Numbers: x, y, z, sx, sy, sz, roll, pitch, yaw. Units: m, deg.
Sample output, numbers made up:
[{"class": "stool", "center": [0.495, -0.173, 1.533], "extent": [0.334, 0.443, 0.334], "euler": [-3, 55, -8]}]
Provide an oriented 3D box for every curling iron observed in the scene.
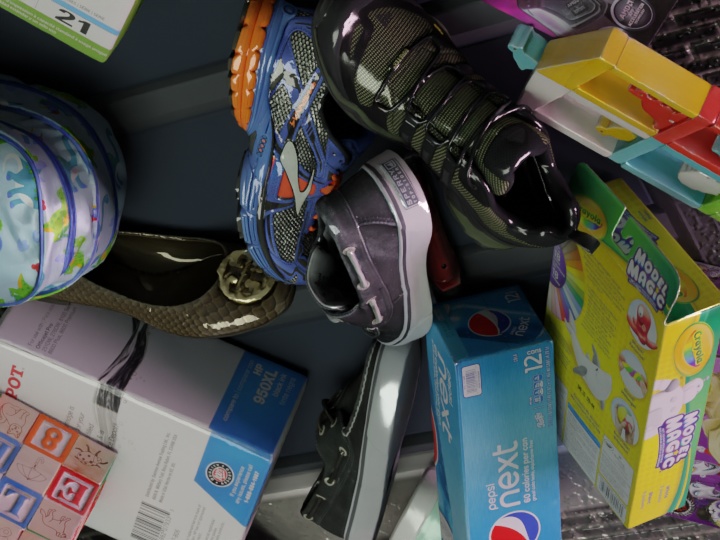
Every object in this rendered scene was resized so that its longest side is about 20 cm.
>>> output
[{"class": "curling iron", "center": [0.058, -0.003, 1.432], "extent": [0.049, 0.026, 0.201], "euler": [4, 132, 15]}]

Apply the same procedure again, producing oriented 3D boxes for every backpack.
[{"class": "backpack", "center": [-0.242, -0.046, 1.436], "extent": [0.198, 0.154, 0.164], "euler": [5, 101, -1]}]

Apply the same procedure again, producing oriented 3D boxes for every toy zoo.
[{"class": "toy zoo", "center": [0.166, -0.076, 1.272], "extent": [0.199, 0.021, 0.131], "euler": [29, 166, -11]}]

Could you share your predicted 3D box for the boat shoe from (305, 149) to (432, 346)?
[{"class": "boat shoe", "center": [0.000, 0.000, 1.371], "extent": [0.072, 0.067, 0.200], "euler": [59, 168, 17]}]

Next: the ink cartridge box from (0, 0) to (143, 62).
[{"class": "ink cartridge box", "center": [-0.157, -0.232, 1.269], "extent": [0.147, 0.076, 0.200], "euler": [28, 136, -6]}]

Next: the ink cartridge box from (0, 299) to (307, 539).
[{"class": "ink cartridge box", "center": [-0.153, 0.102, 1.570], "extent": [0.199, 0.084, 0.145], "euler": [23, 135, 1]}]

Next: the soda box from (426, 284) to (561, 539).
[{"class": "soda box", "center": [0.083, 0.115, 1.461], "extent": [0.064, 0.068, 0.201], "euler": [-12, 123, -11]}]

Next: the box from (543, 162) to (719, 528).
[{"class": "box", "center": [0.154, 0.039, 1.375], "extent": [0.048, 0.118, 0.201], "euler": [-19, 139, -20]}]

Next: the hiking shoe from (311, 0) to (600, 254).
[{"class": "hiking shoe", "center": [0.058, -0.086, 1.297], "extent": [0.200, 0.076, 0.100], "euler": [44, 163, -28]}]

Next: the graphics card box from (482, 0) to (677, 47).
[{"class": "graphics card box", "center": [0.083, -0.197, 1.224], "extent": [0.199, 0.051, 0.126], "euler": [26, 137, -5]}]

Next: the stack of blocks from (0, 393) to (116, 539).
[{"class": "stack of blocks", "center": [-0.270, 0.127, 1.503], "extent": [0.199, 0.115, 0.059], "euler": [28, 136, -1]}]

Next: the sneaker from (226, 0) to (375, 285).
[{"class": "sneaker", "center": [-0.030, -0.068, 1.376], "extent": [0.078, 0.076, 0.201], "euler": [7, 135, 11]}]

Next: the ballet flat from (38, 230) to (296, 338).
[{"class": "ballet flat", "center": [-0.136, -0.002, 1.485], "extent": [0.199, 0.068, 0.047], "euler": [9, 143, 23]}]

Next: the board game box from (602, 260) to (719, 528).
[{"class": "board game box", "center": [0.220, 0.081, 1.447], "extent": [0.119, 0.032, 0.201], "euler": [16, 135, 13]}]

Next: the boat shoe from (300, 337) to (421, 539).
[{"class": "boat shoe", "center": [-0.003, 0.110, 1.533], "extent": [0.056, 0.069, 0.201], "euler": [17, 137, 6]}]

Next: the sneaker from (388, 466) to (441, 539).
[{"class": "sneaker", "center": [0.062, 0.232, 1.610], "extent": [0.118, 0.074, 0.201], "euler": [27, 133, 5]}]
